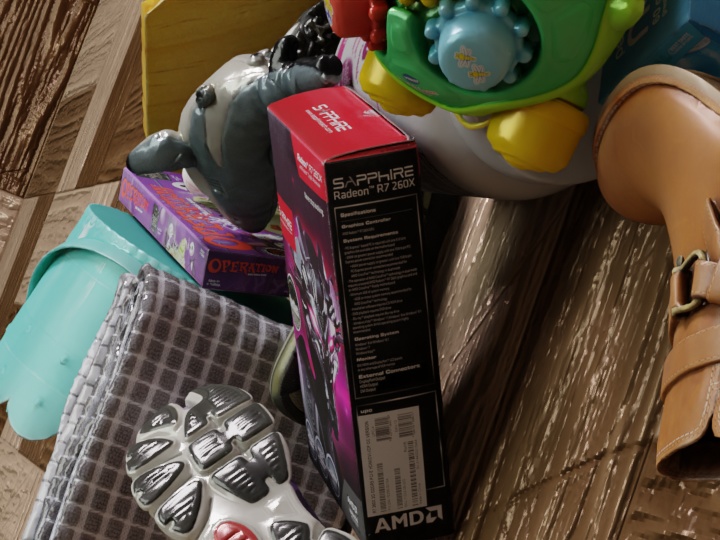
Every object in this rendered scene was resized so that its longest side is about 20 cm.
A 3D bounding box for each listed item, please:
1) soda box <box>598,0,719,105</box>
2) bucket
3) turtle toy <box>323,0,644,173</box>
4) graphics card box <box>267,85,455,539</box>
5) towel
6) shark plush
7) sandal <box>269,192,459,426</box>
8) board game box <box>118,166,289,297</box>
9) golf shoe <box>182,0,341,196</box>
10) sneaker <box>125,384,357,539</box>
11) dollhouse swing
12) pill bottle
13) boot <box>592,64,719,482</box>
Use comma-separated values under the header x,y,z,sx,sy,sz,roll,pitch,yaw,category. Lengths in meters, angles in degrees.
x,y,z,sx,sy,sz,roll,pitch,yaw,category
0.153,-0.153,0.808,0.068,0.064,0.201,-46,29,52,soda box
-0.128,0.057,1.197,0.135,0.206,0.207,-62,17,4,bucket
0.032,-0.135,0.772,0.199,0.101,0.146,26,95,37,turtle toy
-0.001,0.021,0.925,0.125,0.051,0.201,-132,33,-67,graphics card box
-0.088,0.117,1.050,0.085,0.165,0.201,-9,60,64,towel
-0.046,-0.084,1.049,0.091,0.083,0.200,-42,4,-39,shark plush
0.001,0.000,1.055,0.057,0.080,0.202,-3,54,42,sandal
-0.071,-0.024,1.189,0.200,0.119,0.032,-141,56,-62,board game box
-0.045,-0.113,1.222,0.200,0.078,0.094,-38,4,-40,golf shoe
-0.051,0.140,0.944,0.200,0.080,0.084,51,166,38,sneaker
-0.078,-0.206,1.327,0.200,0.181,0.176,97,160,-52,dollhouse swing
0.064,-0.093,0.924,0.114,0.113,0.200,-69,17,-2,pill bottle
0.135,0.003,0.685,0.200,0.076,0.156,-14,60,61,boot
